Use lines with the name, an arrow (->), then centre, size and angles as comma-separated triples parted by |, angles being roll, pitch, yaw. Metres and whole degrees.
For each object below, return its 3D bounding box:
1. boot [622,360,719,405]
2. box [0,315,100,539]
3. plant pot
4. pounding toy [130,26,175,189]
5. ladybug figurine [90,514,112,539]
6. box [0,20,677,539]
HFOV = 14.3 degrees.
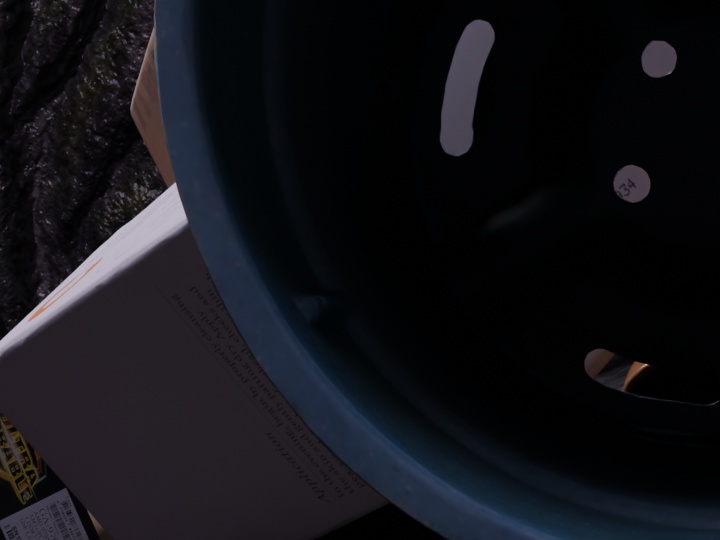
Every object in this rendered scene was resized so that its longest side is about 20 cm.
boot -> 0.154, -0.026, 0.774 | 0.188, 0.069, 0.200 | -24, 4, 8
box -> -0.185, 0.069, 0.939 | 0.200, 0.159, 0.046 | -23, 2, 40
plant pot -> 0.073, -0.037, 0.580 | 0.200, 0.201, 0.196 | -24, -5, 4
pounding toy -> 0.011, -0.024, 1.049 | 0.200, 0.184, 0.142 | -25, -9, -16
ladybug figurine -> -0.135, 0.086, 1.084 | 0.200, 0.072, 0.136 | -24, 3, 3
box -> 0.000, 0.000, 0.809 | 0.124, 0.098, 0.200 | -45, 9, -37
